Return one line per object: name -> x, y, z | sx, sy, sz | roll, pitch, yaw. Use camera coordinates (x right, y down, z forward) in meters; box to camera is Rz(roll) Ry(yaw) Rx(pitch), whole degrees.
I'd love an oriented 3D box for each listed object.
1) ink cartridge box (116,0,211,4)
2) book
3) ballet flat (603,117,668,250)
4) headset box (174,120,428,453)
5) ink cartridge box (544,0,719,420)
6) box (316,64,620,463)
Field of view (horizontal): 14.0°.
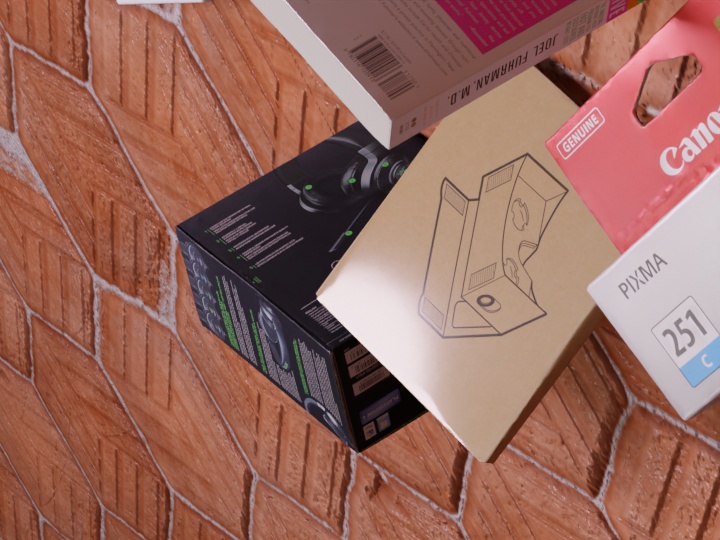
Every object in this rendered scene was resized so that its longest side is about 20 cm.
ink cartridge box -> -0.160, -0.289, 2.088 | 0.160, 0.047, 0.201 | 10, 122, 63
book -> 0.056, -0.161, 1.557 | 0.134, 0.200, 0.048 | 49, 156, 25
ballet flat -> 0.199, 0.011, 1.630 | 0.200, 0.075, 0.068 | 58, -161, 6
headset box -> 0.000, 0.000, 1.919 | 0.200, 0.174, 0.093 | 36, 149, 44
ink cartridge box -> 0.187, -0.042, 1.546 | 0.176, 0.045, 0.200 | 55, 137, 10
box -> 0.082, -0.012, 1.745 | 0.163, 0.200, 0.021 | 45, -164, 31
